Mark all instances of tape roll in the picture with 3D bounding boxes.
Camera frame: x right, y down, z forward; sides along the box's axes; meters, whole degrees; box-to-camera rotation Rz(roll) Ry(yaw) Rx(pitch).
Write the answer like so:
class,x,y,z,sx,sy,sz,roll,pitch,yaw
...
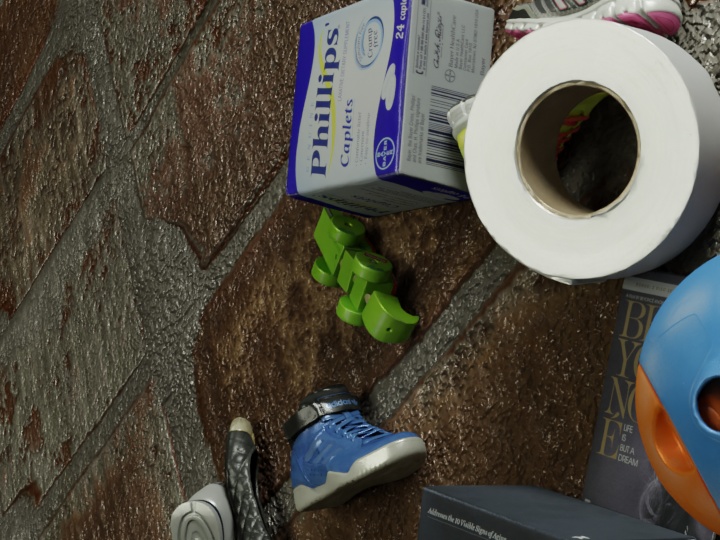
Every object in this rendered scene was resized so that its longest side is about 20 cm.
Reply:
class,x,y,z,sx,sy,sz,roll,pitch,yaw
tape roll,0.182,-0.092,1.220,0.202,0.071,0.204,1,93,32

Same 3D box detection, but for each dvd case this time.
class,x,y,z,sx,sy,sz,roll,pitch,yaw
dvd case,0.238,0.103,1.202,0.149,0.016,0.201,14,93,58

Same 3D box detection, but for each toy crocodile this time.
class,x,y,z,sx,sy,sz,roll,pitch,yaw
toy crocodile,0.000,0.000,1.560,0.200,0.061,0.068,56,133,53

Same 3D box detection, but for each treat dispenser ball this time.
class,x,y,z,sx,sy,sz,roll,pitch,yaw
treat dispenser ball,0.274,0.079,0.985,0.201,0.200,0.202,-21,65,53

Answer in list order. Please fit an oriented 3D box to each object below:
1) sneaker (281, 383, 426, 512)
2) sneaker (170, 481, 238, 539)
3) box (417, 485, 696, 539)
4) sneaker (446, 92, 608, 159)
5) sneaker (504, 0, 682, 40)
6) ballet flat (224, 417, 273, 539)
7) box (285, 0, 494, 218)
class,x,y,z,sx,sy,sz,roll,pitch,yaw
sneaker,-0.012,0.158,1.514,0.200,0.076,0.112,-36,62,55
sneaker,-0.157,0.331,1.705,0.076,0.080,0.201,6,106,15
box,0.138,0.280,1.202,0.200,0.123,0.198,10,96,57
sneaker,0.156,-0.123,1.347,0.200,0.078,0.091,-24,73,56
sneaker,0.198,-0.230,1.304,0.200,0.074,0.088,-3,70,60
ballet flat,-0.110,0.248,1.678,0.057,0.067,0.201,-16,58,5
box,0.026,-0.158,1.515,0.200,0.105,0.185,-8,74,56
